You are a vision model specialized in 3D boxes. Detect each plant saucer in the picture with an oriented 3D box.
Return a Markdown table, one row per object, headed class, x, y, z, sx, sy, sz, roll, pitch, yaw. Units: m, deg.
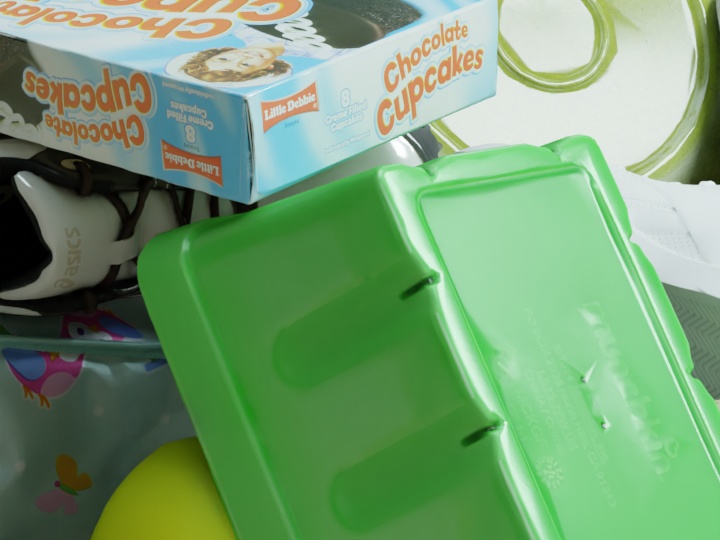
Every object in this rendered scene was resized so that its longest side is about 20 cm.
| class | x | y | z | sx | sy | sz | roll | pitch | yaw |
| --- | --- | --- | --- | --- | --- | --- | --- | --- | --- |
| plant saucer | 0.074 | -0.096 | 1.134 | 0.200 | 0.200 | 0.031 | -3 | -20 | -20 |

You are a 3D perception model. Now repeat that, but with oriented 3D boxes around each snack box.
| class | x | y | z | sx | sy | sz | roll | pitch | yaw |
| --- | --- | --- | --- | --- | --- | --- | --- | --- | --- |
| snack box | -0.070 | -0.074 | 0.853 | 0.200 | 0.037 | 0.116 | 17 | 29 | 37 |

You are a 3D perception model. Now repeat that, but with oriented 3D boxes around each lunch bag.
| class | x | y | z | sx | sy | sz | roll | pitch | yaw |
| --- | --- | --- | --- | --- | --- | --- | --- | --- | --- |
| lunch bag | -0.152 | 0.050 | 0.927 | 0.200 | 0.122 | 0.170 | 1 | 15 | -29 |

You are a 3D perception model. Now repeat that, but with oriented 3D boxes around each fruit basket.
| class | x | y | z | sx | sy | sz | roll | pitch | yaw |
| --- | --- | --- | --- | --- | --- | --- | --- | --- | --- |
| fruit basket | 0.003 | 0.078 | 0.809 | 0.155 | 0.216 | 0.216 | -11 | 21 | -42 |

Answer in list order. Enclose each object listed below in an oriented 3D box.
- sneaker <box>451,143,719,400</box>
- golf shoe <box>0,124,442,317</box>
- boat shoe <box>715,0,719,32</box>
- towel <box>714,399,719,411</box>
| class | x | y | z | sx | sy | sz | roll | pitch | yaw |
| --- | --- | --- | --- | --- | --- | --- | --- | --- | --- |
| sneaker | 0.130 | -0.009 | 1.008 | 0.116 | 0.074 | 0.200 | -26 | 37 | -29 |
| golf shoe | -0.071 | -0.014 | 0.858 | 0.200 | 0.078 | 0.094 | -4 | 23 | -2 |
| boat shoe | 0.192 | -0.044 | 1.104 | 0.062 | 0.075 | 0.200 | -17 | 54 | 18 |
| towel | 0.166 | 0.072 | 0.885 | 0.200 | 0.036 | 0.148 | 8 | -10 | -21 |
